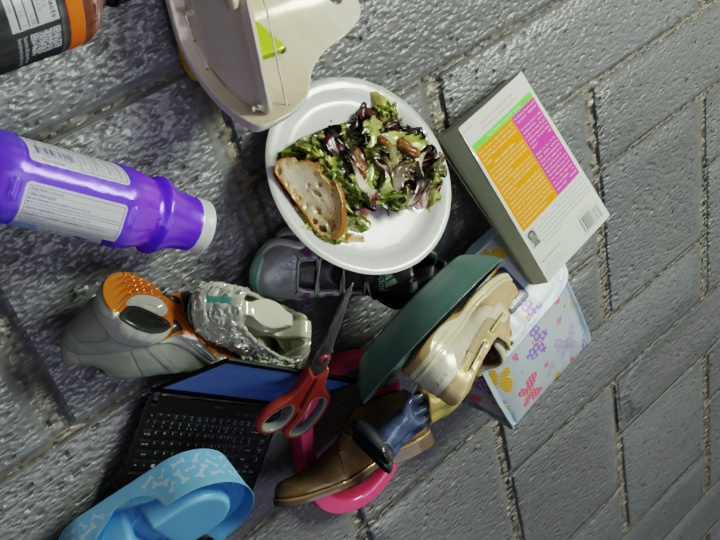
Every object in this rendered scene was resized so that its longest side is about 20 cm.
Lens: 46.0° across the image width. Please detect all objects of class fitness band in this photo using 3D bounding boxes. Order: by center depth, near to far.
[{"bbox_3d":[-0.013,0.189,0.981,0.142,0.037,0.203,-24,121,-30],"label":"fitness band"}]

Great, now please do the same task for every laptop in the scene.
[{"bbox_3d":[-0.123,0.171,0.828,0.176,0.103,0.203,17,95,-46],"label":"laptop"}]

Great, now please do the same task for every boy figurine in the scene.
[{"bbox_3d":[0.079,0.119,0.890,0.200,0.064,0.125,-44,158,-15],"label":"boy figurine"}]

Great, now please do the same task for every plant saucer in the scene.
[{"bbox_3d":[0.061,0.049,0.848,0.200,0.036,0.200,-44,172,-8],"label":"plant saucer"}]

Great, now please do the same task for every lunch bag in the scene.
[{"bbox_3d":[0.171,0.058,1.024,0.169,0.126,0.202,-41,121,-20],"label":"lunch bag"}]

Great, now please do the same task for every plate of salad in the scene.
[{"bbox_3d":[0.006,-0.096,0.804,0.197,0.048,0.204,9,69,-23],"label":"plate of salad"}]

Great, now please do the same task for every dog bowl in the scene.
[{"bbox_3d":[-0.196,0.240,0.798,0.198,0.050,0.112,-32,143,-2],"label":"dog bowl"}]

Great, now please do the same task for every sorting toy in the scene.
[{"bbox_3d":[-0.070,-0.249,0.710,0.179,0.106,0.203,-33,126,-34],"label":"sorting toy"}]

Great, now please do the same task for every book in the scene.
[{"bbox_3d":[0.191,-0.106,0.964,0.133,0.048,0.201,-40,102,-26],"label":"book"}]

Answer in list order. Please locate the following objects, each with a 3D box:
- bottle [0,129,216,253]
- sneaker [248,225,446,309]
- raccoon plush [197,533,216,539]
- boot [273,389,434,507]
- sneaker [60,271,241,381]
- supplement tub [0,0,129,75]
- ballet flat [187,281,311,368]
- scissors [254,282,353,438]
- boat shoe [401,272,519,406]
[{"bbox_3d":[-0.209,-0.055,0.678,0.198,0.083,0.066,14,99,-43],"label":"bottle"},{"bbox_3d":[0.000,0.000,0.838,0.198,0.139,0.079,-18,120,-34],"label":"sneaker"},{"bbox_3d":[-0.142,0.319,0.919,0.199,0.095,0.137,-17,111,-68],"label":"raccoon plush"},{"bbox_3d":[-0.015,0.194,0.931,0.198,0.073,0.077,-23,95,-26],"label":"boot"},{"bbox_3d":[-0.187,0.065,0.769,0.091,0.077,0.199,-34,148,16],"label":"sneaker"},{"bbox_3d":[-0.250,-0.189,0.571,0.198,0.106,0.109,-30,126,-28],"label":"supplement tub"},{"bbox_3d":[-0.085,0.058,0.805,0.073,0.071,0.199,-61,150,-1],"label":"ballet flat"},{"bbox_3d":[-0.034,0.087,0.785,0.072,0.014,0.201,9,125,-40],"label":"scissors"},{"bbox_3d":[0.112,0.069,0.830,0.199,0.069,0.074,-37,169,-48],"label":"boat shoe"}]
